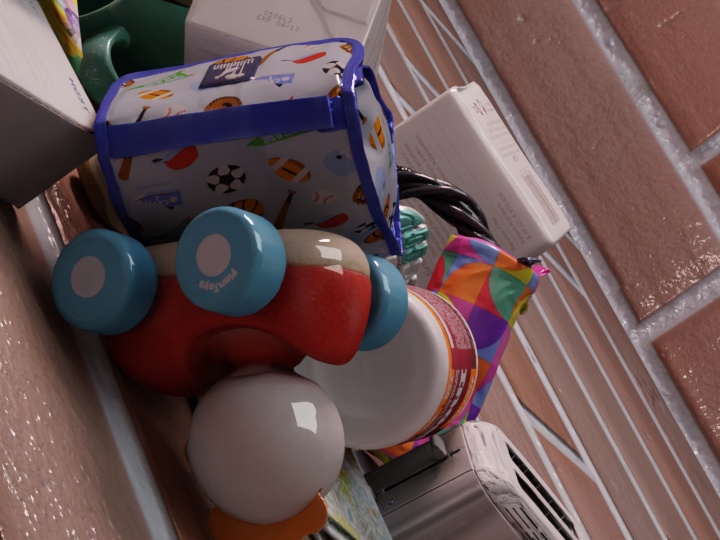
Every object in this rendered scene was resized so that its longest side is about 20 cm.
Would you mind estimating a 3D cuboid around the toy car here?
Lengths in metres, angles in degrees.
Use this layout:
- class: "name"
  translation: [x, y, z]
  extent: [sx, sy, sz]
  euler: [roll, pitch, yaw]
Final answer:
- class: "toy car"
  translation: [-0.075, 0.082, 1.435]
  extent: [0.184, 0.176, 0.202]
  euler: [19, 66, -59]

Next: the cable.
- class: "cable"
  translation: [0.030, -0.011, 1.981]
  extent: [0.051, 0.199, 0.165]
  euler: [-36, 125, -53]

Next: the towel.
- class: "towel"
  translation: [-0.046, 0.129, 1.597]
  extent: [0.171, 0.048, 0.201]
  euler: [47, 14, -52]

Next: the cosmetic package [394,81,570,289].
- class: "cosmetic package"
  translation: [0.058, -0.045, 2.133]
  extent: [0.167, 0.199, 0.167]
  euler: [56, 11, 0]

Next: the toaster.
- class: "toaster"
  translation: [0.084, 0.205, 1.711]
  extent: [0.200, 0.129, 0.114]
  euler: [51, 13, -26]

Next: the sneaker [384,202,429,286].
- class: "sneaker"
  translation: [0.000, 0.000, 1.818]
  extent: [0.091, 0.077, 0.201]
  euler: [51, -32, 31]

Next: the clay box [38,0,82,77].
- class: "clay box"
  translation: [-0.250, -0.205, 1.667]
  extent: [0.115, 0.047, 0.201]
  euler: [47, 16, -29]

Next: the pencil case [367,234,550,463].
- class: "pencil case"
  translation: [0.075, 0.069, 1.879]
  extent: [0.088, 0.201, 0.088]
  euler: [26, -7, 3]

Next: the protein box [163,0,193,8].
- class: "protein box"
  translation: [-0.179, -0.300, 1.546]
  extent: [0.134, 0.200, 0.200]
  euler: [19, 2, 28]

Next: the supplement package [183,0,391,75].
- class: "supplement package"
  translation: [-0.051, -0.154, 1.656]
  extent: [0.120, 0.121, 0.200]
  euler: [18, -25, 2]

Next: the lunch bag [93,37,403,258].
- class: "lunch bag"
  translation: [-0.066, -0.073, 1.492]
  extent: [0.200, 0.168, 0.125]
  euler: [48, 35, -76]

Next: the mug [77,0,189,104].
- class: "mug"
  translation: [-0.166, -0.197, 1.802]
  extent: [0.151, 0.186, 0.115]
  euler: [19, -24, 47]

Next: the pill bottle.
- class: "pill bottle"
  translation: [0.022, 0.065, 1.664]
  extent: [0.113, 0.113, 0.200]
  euler: [57, 9, 7]

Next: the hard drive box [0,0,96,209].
- class: "hard drive box"
  translation: [-0.251, -0.141, 1.404]
  extent: [0.157, 0.077, 0.200]
  euler: [61, 12, 23]

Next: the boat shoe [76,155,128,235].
- class: "boat shoe"
  translation: [-0.126, -0.049, 1.686]
  extent: [0.072, 0.072, 0.200]
  euler: [62, 11, 27]
